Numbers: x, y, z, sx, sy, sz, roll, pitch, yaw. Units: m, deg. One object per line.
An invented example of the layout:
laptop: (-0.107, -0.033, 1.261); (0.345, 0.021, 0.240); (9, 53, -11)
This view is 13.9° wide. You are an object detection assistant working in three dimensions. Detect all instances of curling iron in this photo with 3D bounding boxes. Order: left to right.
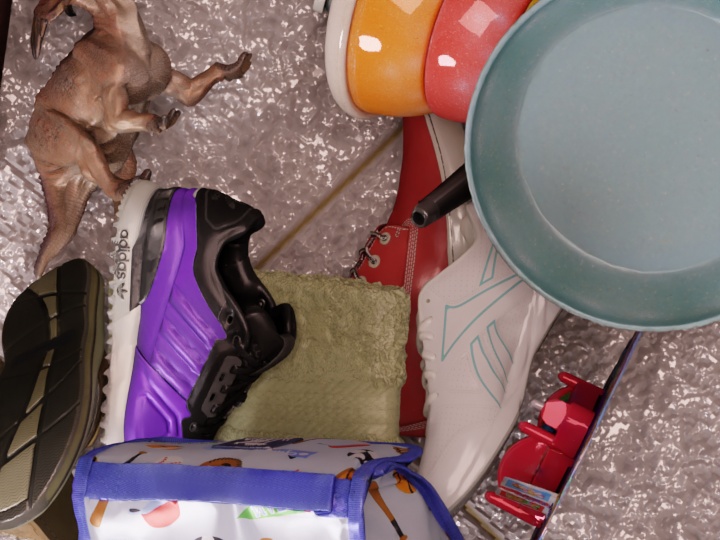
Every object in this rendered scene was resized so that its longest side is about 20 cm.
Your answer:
curling iron: (0.081, -0.076, 1.697); (0.200, 0.026, 0.050); (-42, 129, -43)

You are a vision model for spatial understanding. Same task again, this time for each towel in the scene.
towel: (-0.061, 0.069, 1.690); (0.200, 0.036, 0.148); (3, 94, 29)

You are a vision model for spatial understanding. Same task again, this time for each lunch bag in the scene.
lunch bag: (-0.042, 0.151, 1.565); (0.170, 0.200, 0.124); (1, 61, 22)

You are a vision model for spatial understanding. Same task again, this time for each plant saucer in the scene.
plant saucer: (0.156, -0.067, 1.584); (0.200, 0.036, 0.200); (2, 106, 9)

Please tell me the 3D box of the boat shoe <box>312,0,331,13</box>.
boat shoe: (0.044, -0.224, 1.737); (0.062, 0.073, 0.200); (34, 80, 2)

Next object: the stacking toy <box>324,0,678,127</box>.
stacking toy: (0.093, -0.128, 1.648); (0.200, 0.146, 0.146); (20, 85, 20)

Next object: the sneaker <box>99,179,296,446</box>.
sneaker: (-0.086, 0.052, 1.645); (0.099, 0.070, 0.200); (3, 98, 16)

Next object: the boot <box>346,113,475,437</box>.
boot: (0.000, 0.000, 1.725); (0.144, 0.072, 0.200); (-3, 89, -1)

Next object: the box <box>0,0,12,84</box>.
box: (-0.238, -0.148, 1.698); (0.075, 0.100, 0.200); (9, 87, -4)

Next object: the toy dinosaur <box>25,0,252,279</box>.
toy dinosaur: (-0.158, -0.100, 1.710); (0.136, 0.086, 0.200); (30, 103, 18)

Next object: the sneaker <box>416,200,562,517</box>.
sneaker: (0.060, 0.050, 1.658); (0.080, 0.070, 0.200); (24, 71, -1)

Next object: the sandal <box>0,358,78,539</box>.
sandal: (-0.199, 0.135, 1.703); (0.070, 0.078, 0.212); (-32, 105, 30)

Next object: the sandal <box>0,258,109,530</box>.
sandal: (-0.169, 0.071, 1.665); (0.080, 0.201, 0.057); (-19, 124, 22)

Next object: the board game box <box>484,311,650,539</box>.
board game box: (0.105, 0.095, 1.662); (0.039, 0.200, 0.158); (26, 68, 3)
